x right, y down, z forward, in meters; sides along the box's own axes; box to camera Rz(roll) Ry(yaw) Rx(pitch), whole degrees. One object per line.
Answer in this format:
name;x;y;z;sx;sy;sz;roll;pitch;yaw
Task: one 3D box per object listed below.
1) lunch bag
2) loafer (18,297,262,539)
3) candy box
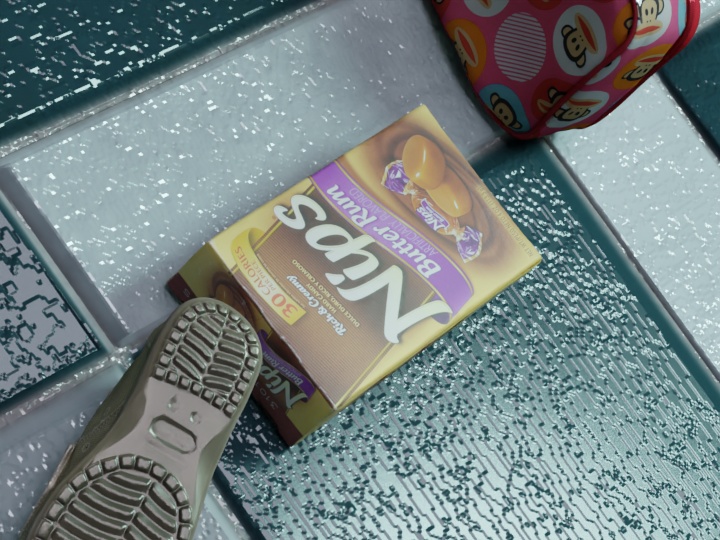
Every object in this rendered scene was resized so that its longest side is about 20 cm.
lunch bag;0.118;-0.199;1.533;0.082;0.176;0.201;-12;70;-38
loafer;-0.114;0.107;1.259;0.076;0.068;0.200;36;64;-8
candy box;0.000;0.000;1.410;0.117;0.056;0.200;52;49;3
